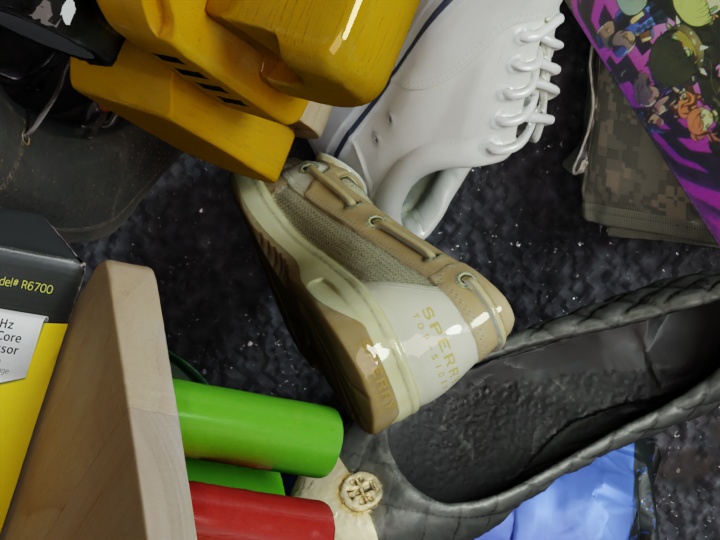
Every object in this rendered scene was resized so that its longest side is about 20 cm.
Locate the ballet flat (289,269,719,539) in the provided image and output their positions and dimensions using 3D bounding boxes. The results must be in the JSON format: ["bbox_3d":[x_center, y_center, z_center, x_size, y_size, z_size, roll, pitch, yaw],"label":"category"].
[{"bbox_3d":[0.062,0.047,0.809,0.199,0.057,0.067,-26,74,-8],"label":"ballet flat"}]

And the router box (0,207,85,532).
[{"bbox_3d":[-0.207,0.040,0.729,0.199,0.051,0.150,10,107,-31],"label":"router box"}]

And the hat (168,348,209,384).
[{"bbox_3d":[-0.114,0.112,0.863,0.165,0.176,0.201,-28,105,-3],"label":"hat"}]

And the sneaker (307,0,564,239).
[{"bbox_3d":[0.050,-0.081,0.851,0.073,0.200,0.071,-30,77,-37],"label":"sneaker"}]

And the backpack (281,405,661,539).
[{"bbox_3d":[0.035,0.134,0.902,0.166,0.163,0.202,11,102,-8],"label":"backpack"}]

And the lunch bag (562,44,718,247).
[{"bbox_3d":[0.188,-0.090,0.899,0.198,0.118,0.165,5,100,-3],"label":"lunch bag"}]

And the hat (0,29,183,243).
[{"bbox_3d":[-0.123,-0.112,0.843,0.081,0.200,0.202,23,101,30],"label":"hat"}]

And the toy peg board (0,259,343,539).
[{"bbox_3d":[-0.070,0.141,0.754,0.097,0.200,0.200,11,134,-27],"label":"toy peg board"}]

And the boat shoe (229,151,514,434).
[{"bbox_3d":[-0.001,-0.002,0.845,0.063,0.201,0.074,-25,110,-7],"label":"boat shoe"}]

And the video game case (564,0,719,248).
[{"bbox_3d":[0.158,-0.133,0.819,0.181,0.036,0.201,-39,71,30],"label":"video game case"}]

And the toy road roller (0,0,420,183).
[{"bbox_3d":[-0.028,-0.103,0.772,0.145,0.200,0.124,20,85,28],"label":"toy road roller"}]
